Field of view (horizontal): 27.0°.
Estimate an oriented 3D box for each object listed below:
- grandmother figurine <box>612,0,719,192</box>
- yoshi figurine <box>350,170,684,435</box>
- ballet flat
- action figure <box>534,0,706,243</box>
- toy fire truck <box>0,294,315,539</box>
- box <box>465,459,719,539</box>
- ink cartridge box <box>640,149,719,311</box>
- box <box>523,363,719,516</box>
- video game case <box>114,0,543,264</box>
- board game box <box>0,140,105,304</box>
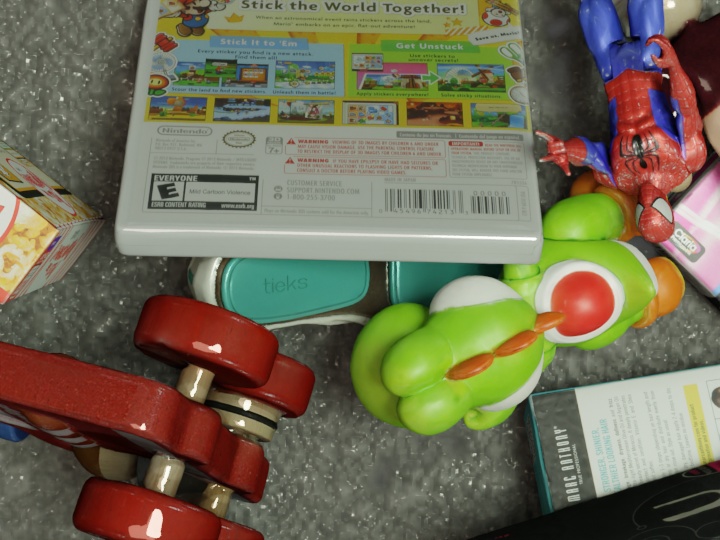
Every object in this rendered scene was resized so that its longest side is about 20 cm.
[{"bbox_3d":[0.197,-0.092,0.770,0.121,0.061,0.200,-34,73,-11],"label":"grandmother figurine"},{"bbox_3d":[0.069,0.021,0.755,0.200,0.112,0.112,-28,62,-39],"label":"yoshi figurine"},{"bbox_3d":[0.000,0.000,0.787,0.199,0.069,0.070,-1,94,-30],"label":"ballet flat"},{"bbox_3d":[0.122,-0.114,0.727,0.065,0.099,0.201,-13,80,24],"label":"action figure"},{"bbox_3d":[-0.124,0.072,0.736,0.167,0.200,0.113,14,77,14],"label":"toy fire truck"},{"bbox_3d":[0.158,0.160,0.704,0.199,0.122,0.106,-18,95,0],"label":"box"},{"bbox_3d":[0.254,-0.060,0.813,0.095,0.037,0.200,43,90,-4],"label":"ink cartridge box"},{"bbox_3d":[0.193,0.095,0.800,0.199,0.049,0.083,-9,71,-1],"label":"box"},{"bbox_3d":[-0.014,-0.079,0.752,0.199,0.023,0.182,1,50,-1],"label":"video game case"},{"bbox_3d":[-0.227,-0.067,0.741,0.200,0.152,0.046,38,92,-3],"label":"board game box"}]
